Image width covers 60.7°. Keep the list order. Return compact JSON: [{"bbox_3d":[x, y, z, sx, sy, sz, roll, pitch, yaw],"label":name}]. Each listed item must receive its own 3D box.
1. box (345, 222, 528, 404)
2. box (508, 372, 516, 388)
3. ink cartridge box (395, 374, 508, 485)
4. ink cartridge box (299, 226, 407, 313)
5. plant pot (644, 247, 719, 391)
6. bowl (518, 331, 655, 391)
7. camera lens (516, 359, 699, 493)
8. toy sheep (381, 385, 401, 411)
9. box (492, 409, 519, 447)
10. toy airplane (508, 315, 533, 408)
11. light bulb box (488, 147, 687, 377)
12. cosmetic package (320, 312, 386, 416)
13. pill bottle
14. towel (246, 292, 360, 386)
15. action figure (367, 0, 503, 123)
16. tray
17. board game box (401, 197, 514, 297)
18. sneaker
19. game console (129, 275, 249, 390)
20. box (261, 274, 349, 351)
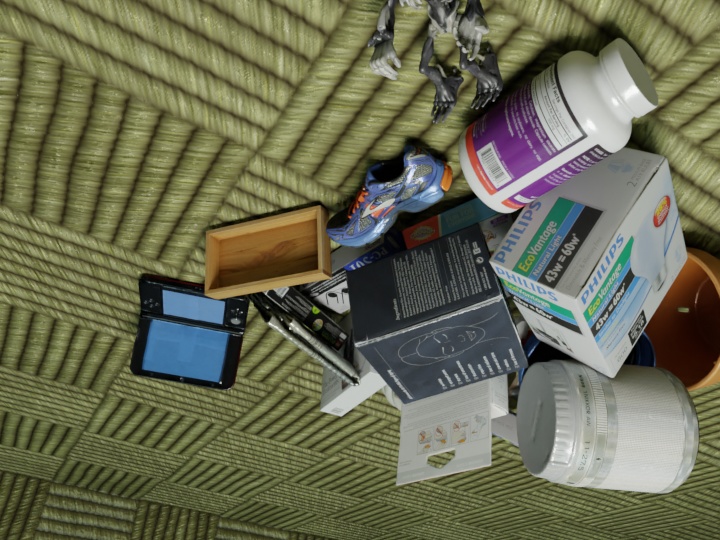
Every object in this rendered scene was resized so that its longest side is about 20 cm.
[{"bbox_3d":[0.107,0.069,0.844,0.193,0.126,0.201,-20,141,12],"label":"box"},{"bbox_3d":[0.190,0.145,1.081,0.107,0.130,0.200,-16,140,29],"label":"box"},{"bbox_3d":[0.139,0.232,0.944,0.043,0.177,0.199,28,142,-29],"label":"ink cartridge box"},{"bbox_3d":[0.000,0.000,0.972,0.093,0.045,0.198,28,139,-33],"label":"ink cartridge box"},{"bbox_3d":[0.495,0.064,0.892,0.137,0.204,0.201,-3,149,-19],"label":"plant pot"},{"bbox_3d":[0.327,0.143,0.902,0.195,0.040,0.205,-1,116,-1],"label":"bowl"},{"bbox_3d":[0.326,0.205,0.820,0.195,0.163,0.161,6,146,-4],"label":"camera lens"},{"bbox_3d":[0.099,0.205,1.149,0.135,0.200,0.141,-16,126,-23],"label":"toy sheep"},{"bbox_3d":[0.262,0.263,1.002,0.121,0.049,0.199,30,172,-31],"label":"box"},{"bbox_3d":[0.307,0.137,0.980,0.197,0.142,0.201,-33,146,-2],"label":"toy airplane"},{"bbox_3d":[0.286,-0.015,0.755,0.124,0.200,0.200,27,167,44],"label":"light bulb box"},{"bbox_3d":[-0.008,0.152,1.097,0.051,0.154,0.200,19,143,-20],"label":"cosmetic package"},{"bbox_3d":[0.209,-0.154,0.666,0.111,0.115,0.198,28,139,-31],"label":"pill bottle"},{"bbox_3d":[-0.099,0.101,1.032,0.199,0.035,0.192,40,177,-26],"label":"towel"},{"bbox_3d":[0.071,-0.231,0.585,0.116,0.104,0.200,-3,148,32],"label":"action figure"},{"bbox_3d":[-0.137,-0.024,0.904,0.195,0.101,0.037,-10,162,20],"label":"tray"},{"bbox_3d":[0.159,-0.013,0.900,0.150,0.041,0.201,-22,140,7],"label":"board game box"},{"bbox_3d":[0.024,-0.103,0.812,0.198,0.076,0.078,-31,124,30],"label":"sneaker"},{"bbox_3d":[-0.311,0.116,1.113,0.195,0.121,0.173,11,145,-10],"label":"game console"},{"bbox_3d":[-0.109,0.053,1.015,0.109,0.035,0.200,33,171,47],"label":"box"}]
